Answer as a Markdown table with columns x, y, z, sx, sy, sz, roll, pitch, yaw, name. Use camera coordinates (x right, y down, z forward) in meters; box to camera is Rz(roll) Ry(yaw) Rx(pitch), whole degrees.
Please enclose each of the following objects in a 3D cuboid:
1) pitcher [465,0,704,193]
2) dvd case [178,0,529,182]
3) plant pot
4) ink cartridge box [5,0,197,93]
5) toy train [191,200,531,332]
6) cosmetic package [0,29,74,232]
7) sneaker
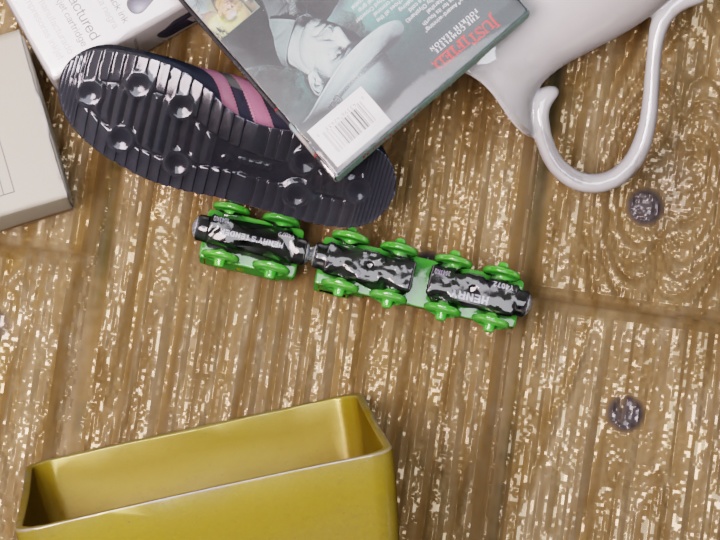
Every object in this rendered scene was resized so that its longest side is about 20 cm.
| x | y | z | sx | sy | sz | roll | pitch | yaw | name |
| --- | --- | --- | --- | --- | --- | --- | --- | --- | --- |
| 0.136 | -0.161 | 1.647 | 0.171 | 0.121 | 0.200 | 40 | 95 | -6 | pitcher |
| -0.025 | -0.170 | 1.591 | 0.146 | 0.022 | 0.200 | -41 | 83 | -4 | dvd case |
| -0.070 | 0.186 | 1.575 | 0.199 | 0.200 | 0.177 | -13 | 97 | -3 | plant pot |
| -0.123 | -0.214 | 1.650 | 0.200 | 0.084 | 0.145 | -30 | 88 | -4 | ink cartridge box |
| 0.000 | 0.000 | 1.652 | 0.199 | 0.056 | 0.042 | 14 | 79 | -1 | toy train |
| -0.272 | -0.058 | 1.637 | 0.199 | 0.071 | 0.106 | -15 | 85 | -4 | cosmetic package |
| -0.079 | -0.080 | 1.631 | 0.199 | 0.082 | 0.070 | 22 | 106 | -14 | sneaker |
